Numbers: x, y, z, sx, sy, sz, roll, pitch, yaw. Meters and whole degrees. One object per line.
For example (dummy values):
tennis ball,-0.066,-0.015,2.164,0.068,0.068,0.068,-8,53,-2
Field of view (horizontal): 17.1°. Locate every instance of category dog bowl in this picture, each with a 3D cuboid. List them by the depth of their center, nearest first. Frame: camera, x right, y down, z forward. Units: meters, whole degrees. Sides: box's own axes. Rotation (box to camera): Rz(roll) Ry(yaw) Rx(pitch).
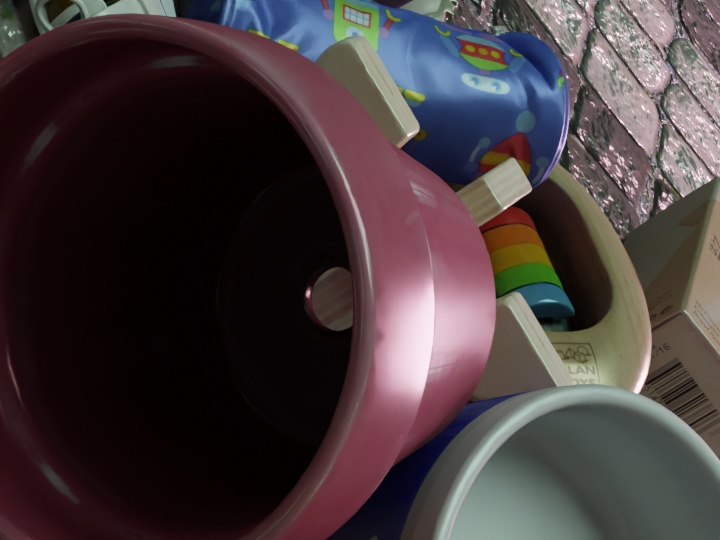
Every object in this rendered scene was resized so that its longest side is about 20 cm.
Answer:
dog bowl,0.077,0.150,0.984,0.199,0.079,0.202,8,77,-38

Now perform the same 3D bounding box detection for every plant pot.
plant pot,-0.042,0.012,0.892,0.179,0.199,0.201,2,58,-61

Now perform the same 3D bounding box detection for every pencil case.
pencil case,0.006,-0.096,1.157,0.198,0.078,0.088,12,62,-23

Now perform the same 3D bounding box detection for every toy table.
toy table,0.000,0.000,1.076,0.201,0.117,0.184,53,26,-10

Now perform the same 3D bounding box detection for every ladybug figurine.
ladybug figurine,0.073,0.014,1.209,0.135,0.072,0.201,2,49,-24

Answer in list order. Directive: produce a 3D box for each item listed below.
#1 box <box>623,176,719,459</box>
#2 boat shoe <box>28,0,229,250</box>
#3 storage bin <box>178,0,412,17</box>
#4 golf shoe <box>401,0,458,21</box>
box,0.200,0.033,1.431,0.095,0.078,0.200,50,27,-12
boat shoe,-0.111,-0.091,1.032,0.086,0.074,0.203,25,37,-48
storage bin,-0.020,-0.201,1.196,0.145,0.199,0.135,23,50,-49
golf shoe,-0.001,-0.171,1.344,0.097,0.078,0.201,24,31,-21
